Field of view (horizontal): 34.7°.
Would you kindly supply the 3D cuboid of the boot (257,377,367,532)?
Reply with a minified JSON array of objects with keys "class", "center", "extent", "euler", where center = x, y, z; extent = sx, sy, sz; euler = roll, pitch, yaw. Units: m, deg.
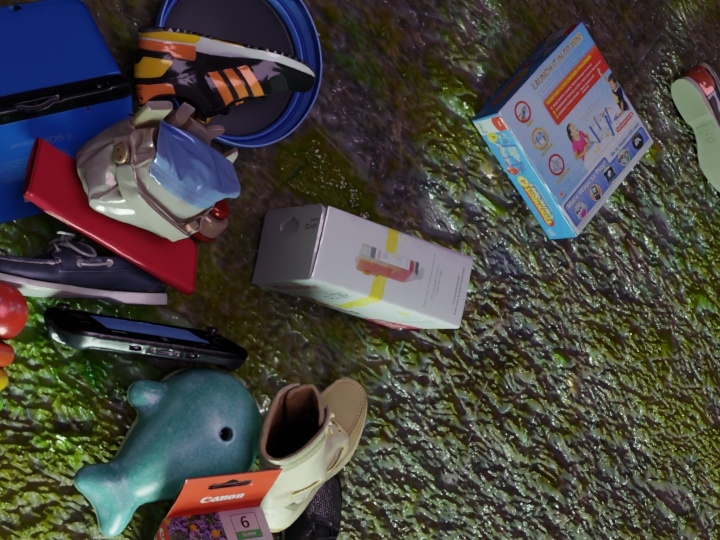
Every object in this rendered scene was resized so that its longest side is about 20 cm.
[{"class":"boot","center":[-0.048,0.160,1.208],"extent":[0.072,0.157,0.200],"euler":[30,54,16]}]

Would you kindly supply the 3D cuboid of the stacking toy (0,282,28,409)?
[{"class":"stacking toy","center":[-0.352,0.109,1.045],"extent":[0.085,0.085,0.203],"euler":[22,86,-29]}]

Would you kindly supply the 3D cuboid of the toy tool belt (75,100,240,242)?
[{"class":"toy tool belt","center":[-0.172,-0.096,1.127],"extent":[0.199,0.123,0.126],"euler":[21,36,-53]}]

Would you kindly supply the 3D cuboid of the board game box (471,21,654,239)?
[{"class":"board game box","center":[0.267,-0.181,1.497],"extent":[0.200,0.056,0.197],"euler":[-46,110,-26]}]

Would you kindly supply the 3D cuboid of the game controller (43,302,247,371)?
[{"class":"game controller","center":[-0.212,0.067,1.146],"extent":[0.198,0.104,0.043],"euler":[11,86,-32]}]

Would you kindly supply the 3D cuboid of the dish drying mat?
[{"class":"dish drying mat","center":[-0.240,-0.049,1.122],"extent":[0.199,0.018,0.078],"euler":[34,39,-34]}]

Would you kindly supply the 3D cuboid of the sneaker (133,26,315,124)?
[{"class":"sneaker","center":[-0.142,-0.192,1.191],"extent":[0.198,0.070,0.092],"euler":[8,98,-32]}]

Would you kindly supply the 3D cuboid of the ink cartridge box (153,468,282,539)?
[{"class":"ink cartridge box","center":[-0.147,0.275,1.128],"extent":[0.108,0.201,0.051],"euler":[-1,48,-32]}]

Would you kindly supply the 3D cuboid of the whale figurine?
[{"class":"whale figurine","center":[-0.184,0.182,1.155],"extent":[0.199,0.103,0.161],"euler":[-32,104,-32]}]

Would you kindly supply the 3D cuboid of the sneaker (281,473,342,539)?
[{"class":"sneaker","center":[-0.044,0.311,1.235],"extent":[0.076,0.114,0.202],"euler":[27,71,-30]}]

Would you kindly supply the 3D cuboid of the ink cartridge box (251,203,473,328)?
[{"class":"ink cartridge box","center":[0.000,0.000,1.263],"extent":[0.198,0.144,0.085],"euler":[19,79,-30]}]

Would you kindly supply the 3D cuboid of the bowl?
[{"class":"bowl","center":[-0.135,-0.233,1.252],"extent":[0.198,0.039,0.204],"euler":[2,86,-32]}]

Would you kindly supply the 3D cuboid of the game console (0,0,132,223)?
[{"class":"game console","center":[-0.335,-0.156,1.132],"extent":[0.198,0.118,0.173],"euler":[-18,128,-32]}]

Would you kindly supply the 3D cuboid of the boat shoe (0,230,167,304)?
[{"class":"boat shoe","center":[-0.275,-0.003,1.127],"extent":[0.198,0.074,0.063],"euler":[7,85,-33]}]

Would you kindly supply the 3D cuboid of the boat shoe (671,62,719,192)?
[{"class":"boat shoe","center":[0.513,-0.199,1.652],"extent":[0.062,0.071,0.202],"euler":[-35,101,-32]}]
